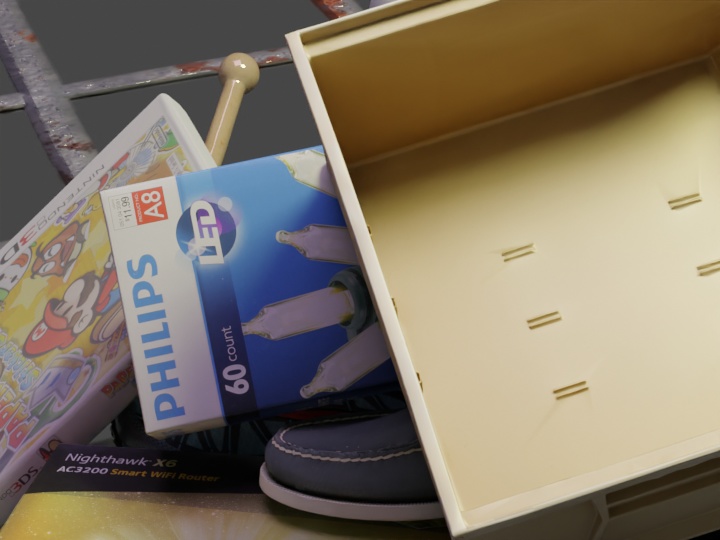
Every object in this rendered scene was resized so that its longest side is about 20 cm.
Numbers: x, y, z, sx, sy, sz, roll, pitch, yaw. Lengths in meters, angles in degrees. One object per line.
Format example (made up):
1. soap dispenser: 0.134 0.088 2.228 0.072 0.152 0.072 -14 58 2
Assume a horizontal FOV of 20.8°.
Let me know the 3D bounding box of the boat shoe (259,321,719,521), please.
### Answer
1. boat shoe: 0.055 0.056 0.775 0.198 0.062 0.073 -5 17 7

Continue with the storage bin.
1. storage bin: 0.098 -0.009 0.711 0.197 0.094 0.201 -17 63 -3

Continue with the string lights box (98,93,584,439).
1. string lights box: 0.000 0.000 0.815 0.198 0.104 0.059 -12 -6 -3

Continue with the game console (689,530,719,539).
1. game console: 0.218 0.057 0.759 0.199 0.179 0.031 14 7 32

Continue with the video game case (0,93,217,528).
1. video game case: -0.135 0.014 0.943 0.182 0.023 0.200 -44 29 5

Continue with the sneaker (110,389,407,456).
1. sneaker: -0.017 0.050 0.886 0.198 0.096 0.079 -1 25 6

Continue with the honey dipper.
1. honey dipper: -0.084 -0.037 0.992 0.038 0.038 0.201 3 53 13

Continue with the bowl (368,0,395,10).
1. bowl: 0.091 -0.136 0.971 0.199 0.091 0.202 0 33 0

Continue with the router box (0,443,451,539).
1. router box: -0.050 0.134 0.769 0.198 0.053 0.157 2 26 11
